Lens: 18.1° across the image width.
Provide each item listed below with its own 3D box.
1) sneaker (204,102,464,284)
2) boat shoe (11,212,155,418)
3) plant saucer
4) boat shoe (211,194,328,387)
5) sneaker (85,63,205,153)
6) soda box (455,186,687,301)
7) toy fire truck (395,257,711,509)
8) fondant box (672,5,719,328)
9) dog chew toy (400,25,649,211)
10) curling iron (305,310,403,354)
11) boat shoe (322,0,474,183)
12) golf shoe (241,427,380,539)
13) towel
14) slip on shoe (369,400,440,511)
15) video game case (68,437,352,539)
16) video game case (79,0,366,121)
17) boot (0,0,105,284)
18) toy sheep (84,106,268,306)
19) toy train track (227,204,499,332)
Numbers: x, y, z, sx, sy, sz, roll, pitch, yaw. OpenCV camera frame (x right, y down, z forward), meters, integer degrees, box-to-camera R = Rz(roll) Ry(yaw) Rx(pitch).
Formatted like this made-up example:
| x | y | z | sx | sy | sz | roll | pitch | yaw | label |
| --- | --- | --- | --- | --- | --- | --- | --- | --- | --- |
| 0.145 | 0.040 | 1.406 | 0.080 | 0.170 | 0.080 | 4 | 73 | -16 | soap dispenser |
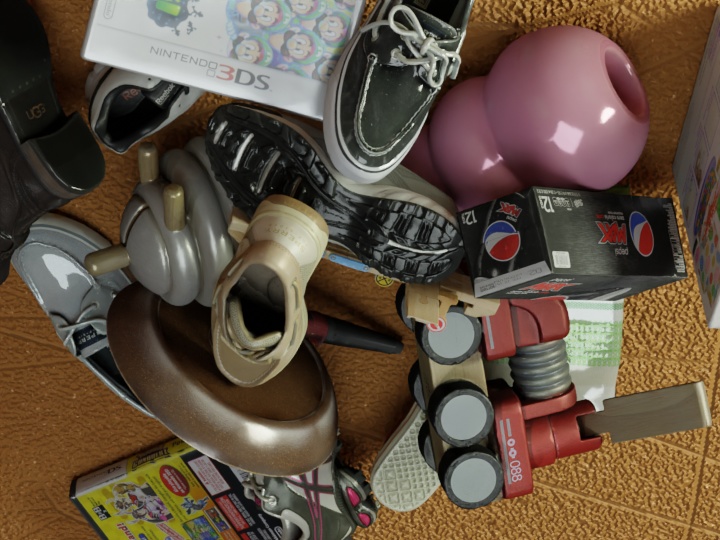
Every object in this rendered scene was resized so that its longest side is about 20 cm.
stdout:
| x | y | z | sx | sy | sz | roll | pitch | yaw | label |
| --- | --- | --- | --- | --- | --- | --- | --- | --- | --- |
| -0.018 | -0.058 | 1.585 | 0.200 | 0.079 | 0.074 | 28 | 114 | -4 | sneaker |
| -0.199 | 0.038 | 1.746 | 0.070 | 0.072 | 0.201 | -31 | 120 | 20 | boat shoe |
| -0.095 | 0.068 | 1.689 | 0.200 | 0.201 | 0.032 | 27 | 120 | -18 | plant saucer |
| -0.073 | 0.029 | 1.564 | 0.072 | 0.065 | 0.200 | 26 | 144 | 2 | boat shoe |
| -0.117 | -0.153 | 1.605 | 0.200 | 0.080 | 0.074 | -40 | 115 | 23 | sneaker |
| 0.152 | -0.017 | 1.603 | 0.071 | 0.064 | 0.200 | -19 | 167 | 34 | soda box |
| 0.143 | 0.077 | 1.681 | 0.199 | 0.129 | 0.177 | -12 | 107 | -8 | toy fire truck |
| 0.273 | -0.073 | 1.588 | 0.058 | 0.200 | 0.145 | 7 | 126 | -5 | fondant box |
| 0.107 | -0.092 | 1.628 | 0.200 | 0.125 | 0.125 | -27 | 122 | 27 | dog chew toy |
| -0.032 | 0.052 | 1.723 | 0.026 | 0.050 | 0.200 | -38 | 154 | 25 | curling iron |
| 0.038 | -0.154 | 1.534 | 0.073 | 0.200 | 0.068 | 32 | 163 | -13 | boat shoe |
| -0.057 | 0.148 | 1.802 | 0.088 | 0.077 | 0.200 | -36 | 121 | -13 | golf shoe |
| 0.128 | 0.027 | 1.738 | 0.148 | 0.031 | 0.201 | 3 | 107 | -3 | towel |
| 0.079 | 0.105 | 1.807 | 0.074 | 0.061 | 0.200 | 36 | 105 | -9 | slip on shoe |
| -0.117 | 0.218 | 1.906 | 0.180 | 0.026 | 0.200 | -23 | 124 | 15 | video game case |
| -0.080 | -0.219 | 1.546 | 0.181 | 0.024 | 0.201 | 14 | 102 | -10 | video game case |
| -0.280 | -0.098 | 1.638 | 0.174 | 0.069 | 0.201 | -29 | 87 | 45 | boot |
| -0.108 | -0.038 | 1.652 | 0.199 | 0.138 | 0.138 | -15 | 128 | -16 | toy sheep |
| 0.000 | 0.000 | 1.599 | 0.199 | 0.115 | 0.033 | 18 | 124 | -9 | toy train track |
